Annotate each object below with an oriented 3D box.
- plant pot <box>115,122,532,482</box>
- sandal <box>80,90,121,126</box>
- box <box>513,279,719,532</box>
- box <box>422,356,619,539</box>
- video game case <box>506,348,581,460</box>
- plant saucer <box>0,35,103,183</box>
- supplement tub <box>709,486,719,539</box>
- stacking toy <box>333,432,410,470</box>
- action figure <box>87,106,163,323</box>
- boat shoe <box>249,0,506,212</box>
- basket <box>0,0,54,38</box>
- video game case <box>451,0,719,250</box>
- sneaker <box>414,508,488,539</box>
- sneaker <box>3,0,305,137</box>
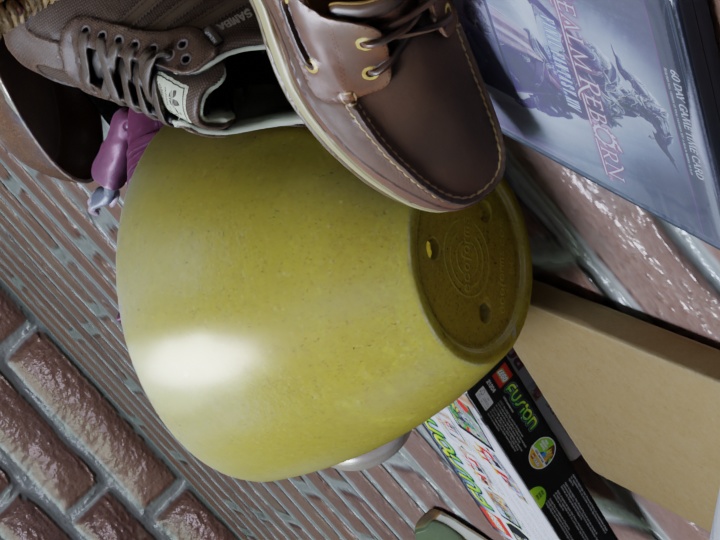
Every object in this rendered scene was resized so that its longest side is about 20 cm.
[{"bbox_3d":[0.000,0.000,0.818,0.141,0.201,0.201,-8,130,38],"label":"plant pot"},{"bbox_3d":[-0.177,-0.154,1.071,0.045,0.075,0.201,45,171,43],"label":"sandal"},{"bbox_3d":[0.157,0.080,0.858,0.199,0.021,0.164,25,154,54],"label":"box"},{"bbox_3d":[0.084,0.109,1.020,0.110,0.035,0.201,28,157,51],"label":"box"},{"bbox_3d":[0.040,0.030,1.046,0.183,0.023,0.200,53,163,-24],"label":"video game case"},{"bbox_3d":[-0.224,-0.147,1.075,0.200,0.034,0.202,-20,-90,-82],"label":"plant saucer"},{"bbox_3d":[0.196,0.110,0.622,0.132,0.132,0.200,39,163,23],"label":"supplement tub"},{"bbox_3d":[-0.025,0.055,1.188,0.085,0.085,0.201,33,156,40],"label":"stacking toy"},{"bbox_3d":[-0.123,-0.059,1.016,0.149,0.133,0.202,63,-169,-59],"label":"action figure"},{"bbox_3d":[0.000,-0.101,0.651,0.201,0.072,0.067,56,164,-23],"label":"boat shoe"},{"bbox_3d":[-0.191,-0.165,0.796,0.149,0.199,0.143,53,165,1],"label":"basket"},{"bbox_3d":[0.066,-0.095,0.662,0.199,0.019,0.143,35,161,39],"label":"video game case"},{"bbox_3d":[0.090,0.279,1.425,0.200,0.090,0.067,26,156,53],"label":"sneaker"},{"bbox_3d":[-0.085,-0.103,0.776,0.198,0.076,0.071,4,128,14],"label":"sneaker"}]
